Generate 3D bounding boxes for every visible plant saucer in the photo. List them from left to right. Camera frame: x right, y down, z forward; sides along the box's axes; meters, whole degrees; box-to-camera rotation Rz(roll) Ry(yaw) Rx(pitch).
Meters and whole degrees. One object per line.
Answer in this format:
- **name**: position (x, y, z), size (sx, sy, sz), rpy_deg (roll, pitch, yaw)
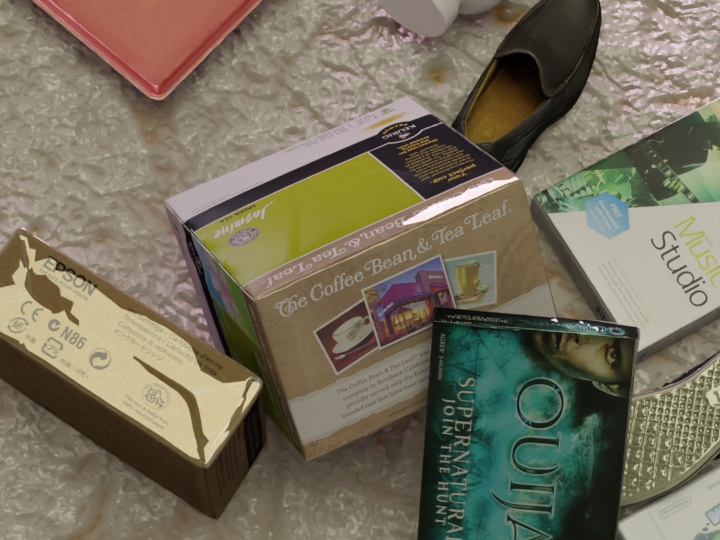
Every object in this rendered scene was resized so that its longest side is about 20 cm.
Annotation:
- **plant saucer**: position (-0.162, -0.247, 1.723), size (0.200, 0.037, 0.200), rpy_deg (39, 71, 12)

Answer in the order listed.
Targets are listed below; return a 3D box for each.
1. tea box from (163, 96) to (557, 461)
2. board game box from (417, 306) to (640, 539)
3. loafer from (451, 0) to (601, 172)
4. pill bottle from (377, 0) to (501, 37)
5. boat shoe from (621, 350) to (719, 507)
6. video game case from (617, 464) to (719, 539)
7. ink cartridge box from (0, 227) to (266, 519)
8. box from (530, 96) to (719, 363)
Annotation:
- **tea box**: position (0.000, 0.000, 1.536), size (0.199, 0.134, 0.197), rpy_deg (-24, 27, -12)
- **board game box**: position (0.107, 0.125, 1.475), size (0.134, 0.028, 0.201), rpy_deg (4, 113, 3)
- **loafer**: position (0.128, -0.144, 1.685), size (0.072, 0.072, 0.201), rpy_deg (27, 68, 7)
- **pill bottle**: position (0.090, -0.274, 1.714), size (0.110, 0.111, 0.200), rpy_deg (33, 69, 9)
- **boat shoe**: position (0.233, 0.109, 1.600), size (0.199, 0.062, 0.075), rpy_deg (-34, 72, 0)
- **video game case**: position (0.308, 0.212, 1.582), size (0.199, 0.024, 0.183), rpy_deg (-27, 72, -13)
- **ink cartridge box**: position (-0.163, 0.072, 1.523), size (0.199, 0.165, 0.075), rpy_deg (32, 75, 8)
- **box**: position (0.246, -0.036, 1.672), size (0.199, 0.036, 0.145), rpy_deg (-28, 73, -15)
